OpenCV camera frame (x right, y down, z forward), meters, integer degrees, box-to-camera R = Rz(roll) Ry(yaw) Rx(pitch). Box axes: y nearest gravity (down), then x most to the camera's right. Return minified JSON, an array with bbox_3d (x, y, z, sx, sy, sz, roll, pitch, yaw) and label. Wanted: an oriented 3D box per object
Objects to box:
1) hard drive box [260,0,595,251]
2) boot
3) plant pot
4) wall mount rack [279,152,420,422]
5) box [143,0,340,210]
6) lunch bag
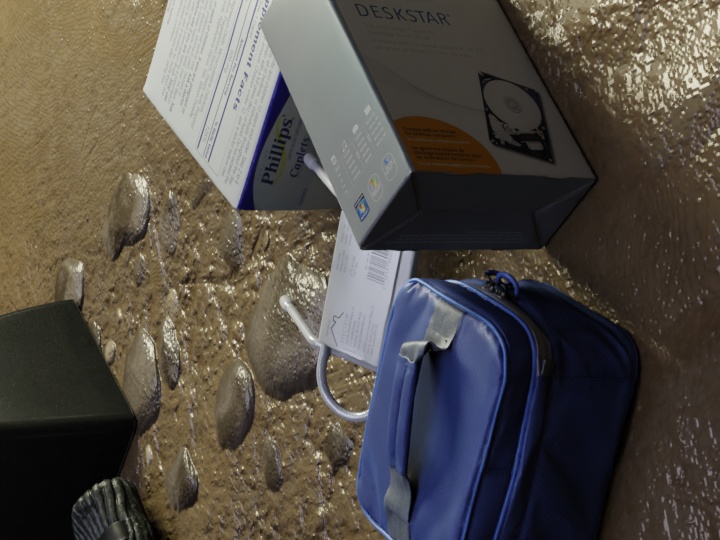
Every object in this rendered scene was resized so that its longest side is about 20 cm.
[{"bbox_3d":[0.041,-0.114,1.096,0.077,0.155,0.201,-54,49,40],"label":"hard drive box"},{"bbox_3d":[-0.241,0.322,1.580,0.158,0.079,0.212,49,118,35],"label":"boot"},{"bbox_3d":[-0.369,0.166,1.686,0.200,0.176,0.201,55,132,41],"label":"plant pot"},{"bbox_3d":[0.000,0.000,1.198,0.173,0.074,0.202,21,109,30],"label":"wall mount rack"},{"bbox_3d":[-0.071,-0.175,1.306,0.200,0.104,0.185,50,130,44],"label":"box"},{"bbox_3d":[0.080,0.095,1.061,0.136,0.131,0.202,31,116,51],"label":"lunch bag"}]
